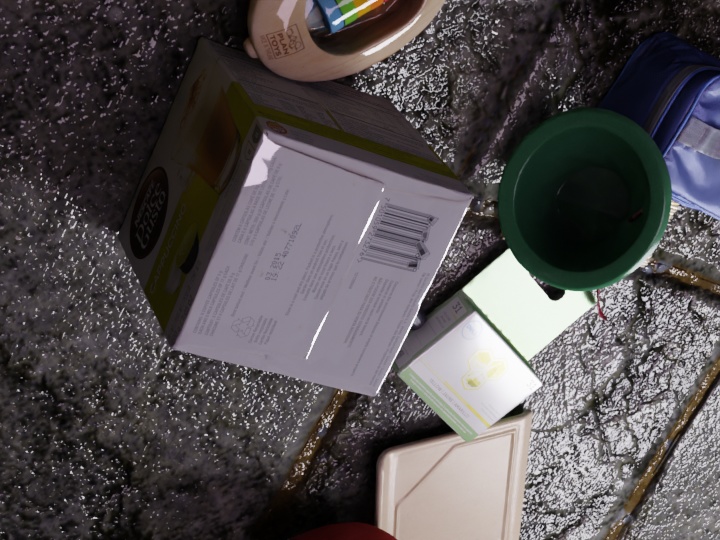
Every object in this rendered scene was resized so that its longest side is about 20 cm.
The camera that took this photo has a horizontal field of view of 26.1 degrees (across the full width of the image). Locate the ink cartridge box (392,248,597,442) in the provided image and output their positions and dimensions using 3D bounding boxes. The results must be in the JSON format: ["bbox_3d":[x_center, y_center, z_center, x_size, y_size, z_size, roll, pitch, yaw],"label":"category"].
[{"bbox_3d":[0.143,0.068,1.581,0.200,0.048,0.146,-39,129,8],"label":"ink cartridge box"}]

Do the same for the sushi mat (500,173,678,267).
[{"bbox_3d":[0.238,-0.059,1.582,0.199,0.012,0.096,10,115,-33],"label":"sushi mat"}]

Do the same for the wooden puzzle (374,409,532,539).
[{"bbox_3d":[0.096,0.246,1.690,0.199,0.037,0.186,-15,125,-25],"label":"wooden puzzle"}]

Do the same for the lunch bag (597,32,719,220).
[{"bbox_3d":[0.345,-0.127,1.519,0.199,0.132,0.136,19,109,-35],"label":"lunch bag"}]

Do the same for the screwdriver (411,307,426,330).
[{"bbox_3d":[0.000,0.000,1.482,0.028,0.029,0.200,-45,130,4],"label":"screwdriver"}]

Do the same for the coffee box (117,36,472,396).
[{"bbox_3d":[-0.062,-0.046,1.306,0.199,0.198,0.201,14,113,-30],"label":"coffee box"}]

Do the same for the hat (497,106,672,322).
[{"bbox_3d":[0.237,-0.065,1.533,0.200,0.166,0.176,-44,165,23],"label":"hat"}]

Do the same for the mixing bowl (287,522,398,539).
[{"bbox_3d":[-0.005,0.337,1.612,0.108,0.199,0.201,-40,141,-47],"label":"mixing bowl"}]

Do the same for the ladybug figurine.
[{"bbox_3d":[-0.014,-0.236,1.295,0.199,0.072,0.136,-28,129,-10],"label":"ladybug figurine"}]
